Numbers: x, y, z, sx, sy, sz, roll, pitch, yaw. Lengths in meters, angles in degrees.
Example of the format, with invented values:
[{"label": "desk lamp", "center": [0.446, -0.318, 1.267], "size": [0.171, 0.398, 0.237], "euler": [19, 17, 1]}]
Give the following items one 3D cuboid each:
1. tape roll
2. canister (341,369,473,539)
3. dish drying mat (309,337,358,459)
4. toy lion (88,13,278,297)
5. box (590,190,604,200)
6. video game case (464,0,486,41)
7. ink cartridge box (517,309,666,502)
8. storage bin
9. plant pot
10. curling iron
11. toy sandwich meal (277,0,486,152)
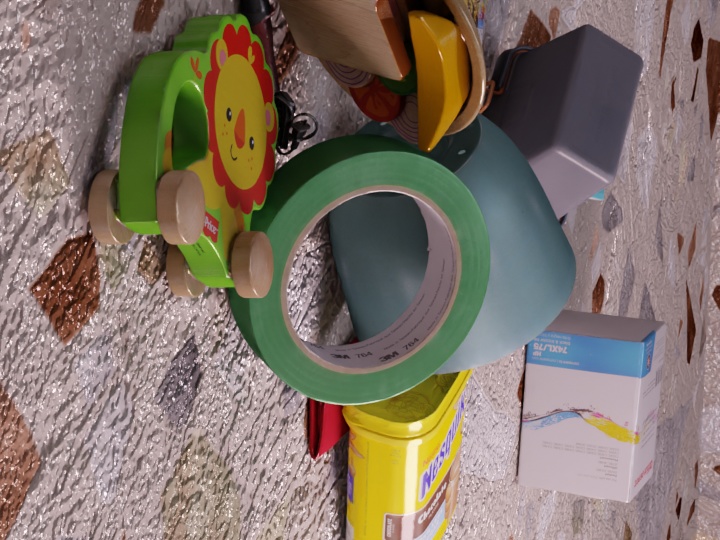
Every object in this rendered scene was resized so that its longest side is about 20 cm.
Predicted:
[{"label": "tape roll", "center": [0.000, 0.000, 1.390], "size": [0.048, 0.199, 0.202], "euler": [-141, -133, -59]}, {"label": "canister", "center": [0.041, 0.160, 1.656], "size": [0.149, 0.086, 0.201], "euler": [-55, 155, -47]}, {"label": "dish drying mat", "center": [-0.001, 0.097, 1.647], "size": [0.200, 0.018, 0.077], "euler": [-38, 133, -64]}, {"label": "toy lion", "center": [-0.105, -0.088, 1.245], "size": [0.200, 0.068, 0.193], "euler": [42, 50, -66]}, {"label": "box", "center": [0.218, -0.112, 2.097], "size": [0.200, 0.082, 0.050], "euler": [3, 92, -71]}, {"label": "video game case", "center": [0.088, -0.199, 1.797], "size": [0.143, 0.018, 0.201], "euler": [7, 91, -70]}, {"label": "ink cartridge box", "center": [0.286, 0.164, 2.285], "size": [0.147, 0.145, 0.201], "euler": [-22, 117, -68]}, {"label": "storage bin", "center": [0.201, -0.157, 1.904], "size": [0.145, 0.134, 0.201], "euler": [28, 61, -20]}, {"label": "plant pot", "center": [0.062, -0.041, 1.536], "size": [0.161, 0.199, 0.201], "euler": [66, 35, -37]}, {"label": "curling iron", "center": [-0.067, -0.178, 1.334], "size": [0.025, 0.049, 0.201], "euler": [-29, 119, -36]}, {"label": "toy sandwich meal", "center": [0.006, -0.171, 1.361], "size": [0.070, 0.204, 0.206], "euler": [-44, 141, -30]}]
